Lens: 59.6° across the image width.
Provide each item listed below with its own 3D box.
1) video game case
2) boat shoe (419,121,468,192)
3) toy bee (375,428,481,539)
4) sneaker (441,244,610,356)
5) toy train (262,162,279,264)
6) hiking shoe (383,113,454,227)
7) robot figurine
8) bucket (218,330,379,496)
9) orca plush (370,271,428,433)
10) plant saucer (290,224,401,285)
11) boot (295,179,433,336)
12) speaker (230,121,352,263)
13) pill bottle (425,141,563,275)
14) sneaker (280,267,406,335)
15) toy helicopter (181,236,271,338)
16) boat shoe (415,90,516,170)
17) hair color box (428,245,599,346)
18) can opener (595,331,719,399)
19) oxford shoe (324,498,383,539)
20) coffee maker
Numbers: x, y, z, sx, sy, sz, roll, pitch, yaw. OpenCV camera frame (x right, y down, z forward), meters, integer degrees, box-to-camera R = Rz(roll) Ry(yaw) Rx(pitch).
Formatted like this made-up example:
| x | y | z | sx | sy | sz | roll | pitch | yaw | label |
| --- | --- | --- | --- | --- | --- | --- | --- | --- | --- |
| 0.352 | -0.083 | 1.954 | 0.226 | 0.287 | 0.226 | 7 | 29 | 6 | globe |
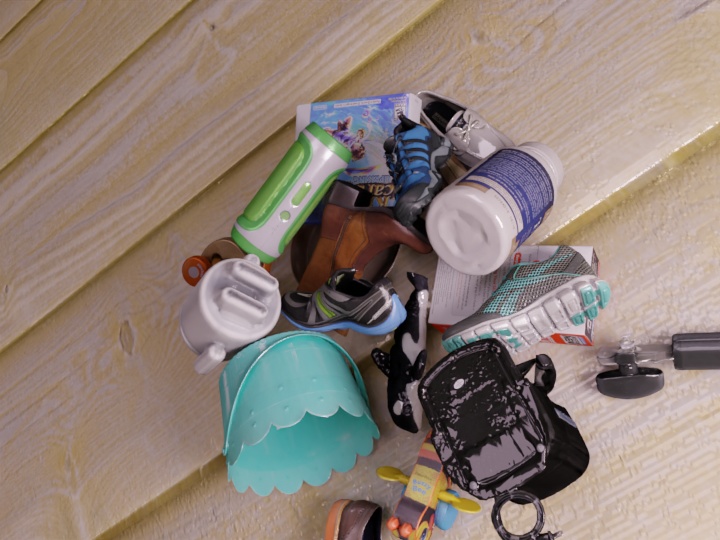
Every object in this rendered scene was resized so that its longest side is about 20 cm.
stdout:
| x | y | z | sx | sy | sz | roll | pitch | yaw | label |
| --- | --- | --- | --- | --- | --- | --- | --- | --- | --- |
| -0.010 | -0.161 | 0.940 | 0.198 | 0.045 | 0.184 | 2 | 90 | 30 | video game case |
| 0.107 | -0.144 | 0.921 | 0.072 | 0.072 | 0.201 | -39 | 63 | 8 | boat shoe |
| 0.078 | 0.281 | 0.743 | 0.129 | 0.109 | 0.203 | -10 | 66 | 24 | toy bee |
| 0.184 | 0.039 | 0.737 | 0.198 | 0.078 | 0.092 | -25 | 46 | 16 | sneaker |
| -0.146 | -0.084 | 1.047 | 0.201 | 0.055 | 0.151 | -51 | 29 | 21 | toy train |
| 0.059 | -0.127 | 0.803 | 0.075 | 0.086 | 0.201 | -52 | 9 | 35 | hiking shoe |
| -0.180 | 0.058 | 0.854 | 0.200 | 0.112 | 0.171 | -36 | 27 | 54 | robot figurine |
| -0.087 | 0.185 | 0.824 | 0.206 | 0.207 | 0.136 | -35 | 52 | 13 | bucket |
| 0.049 | 0.102 | 0.813 | 0.070 | 0.105 | 0.203 | 5 | 86 | 2 | orca plush |
| -0.019 | -0.042 | 0.973 | 0.198 | 0.032 | 0.203 | -11 | 66 | 26 | plant saucer |
| 0.000 | 0.000 | 0.870 | 0.187 | 0.068 | 0.202 | 27 | 106 | 23 | boot |
| -0.100 | -0.110 | 0.901 | 0.201 | 0.088 | 0.088 | -52 | 55 | 8 | speaker |
| 0.176 | -0.087 | 0.783 | 0.110 | 0.112 | 0.200 | 19 | 40 | 33 | pill bottle |
| -0.028 | 0.036 | 0.825 | 0.198 | 0.071 | 0.084 | -2 | 111 | 41 | sneaker |
| -0.180 | 0.045 | 0.975 | 0.131 | 0.079 | 0.202 | -18 | 96 | 18 | toy helicopter |
| 0.152 | -0.205 | 0.919 | 0.072 | 0.066 | 0.200 | -44 | 56 | 6 | boat shoe |
| 0.195 | 0.029 | 0.804 | 0.198 | 0.064 | 0.112 | 2 | 72 | 32 | hair color box |
| 0.363 | 0.100 | 0.696 | 0.198 | 0.053 | 0.067 | -11 | 100 | 28 | can opener |
| -0.006 | 0.385 | 0.764 | 0.072 | 0.071 | 0.203 | -16 | 63 | 36 | oxford shoe |
| 0.162 | 0.194 | 0.673 | 0.133 | 0.200 | 0.195 | -13 | 62 | 27 | coffee maker |
